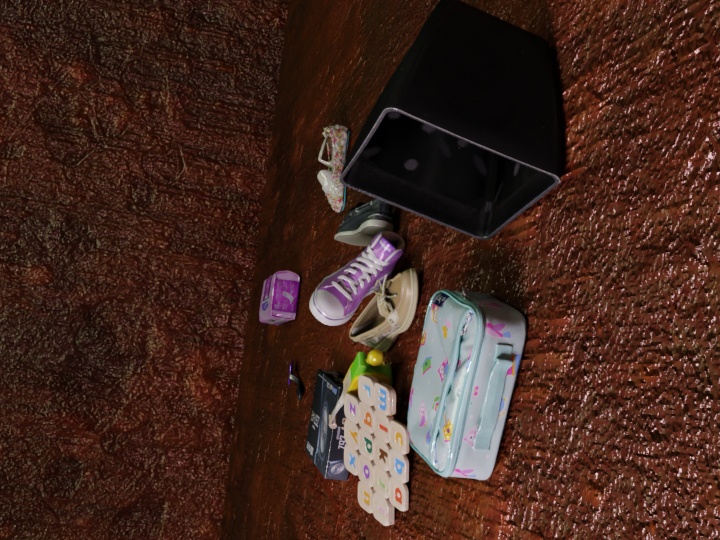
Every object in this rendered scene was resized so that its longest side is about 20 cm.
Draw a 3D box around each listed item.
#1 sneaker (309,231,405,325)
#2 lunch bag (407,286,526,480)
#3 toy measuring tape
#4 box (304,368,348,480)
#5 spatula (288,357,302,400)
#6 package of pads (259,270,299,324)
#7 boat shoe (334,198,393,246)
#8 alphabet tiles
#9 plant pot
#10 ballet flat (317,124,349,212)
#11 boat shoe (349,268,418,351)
[{"bbox_3d":[0.000,-0.001,1.403,0.200,0.072,0.115,-42,-11,-47],"label":"sneaker"},{"bbox_3d":[0.115,0.122,1.015,0.160,0.075,0.205,-142,61,-74],"label":"lunch bag"},{"bbox_3d":[0.006,0.191,1.429,0.202,0.072,0.075,114,160,-44],"label":"toy measuring tape"},{"bbox_3d":[-0.053,0.278,1.663,0.200,0.043,0.164,-163,83,-76],"label":"box"},{"bbox_3d":[-0.152,0.259,2.115,0.200,0.020,0.058,-132,46,-71],"label":"spatula"},{"bbox_3d":[-0.213,0.073,2.361,0.200,0.074,0.124,154,123,-73],"label":"package of pads"},{"bbox_3d":[0.008,-0.088,1.580,0.199,0.073,0.068,153,127,-72],"label":"boat shoe"},{"bbox_3d":[0.023,0.260,1.321,0.195,0.014,0.205,15,106,63],"label":"alphabet tiles"},{"bbox_3d":[0.109,-0.177,1.015,0.200,0.196,0.181,134,153,-67],"label":"plant pot"},{"bbox_3d":[-0.062,-0.223,1.959,0.076,0.062,0.205,132,144,-64],"label":"ballet flat"},{"bbox_3d":[0.038,0.064,1.387,0.201,0.061,0.075,117,158,-50],"label":"boat shoe"}]
